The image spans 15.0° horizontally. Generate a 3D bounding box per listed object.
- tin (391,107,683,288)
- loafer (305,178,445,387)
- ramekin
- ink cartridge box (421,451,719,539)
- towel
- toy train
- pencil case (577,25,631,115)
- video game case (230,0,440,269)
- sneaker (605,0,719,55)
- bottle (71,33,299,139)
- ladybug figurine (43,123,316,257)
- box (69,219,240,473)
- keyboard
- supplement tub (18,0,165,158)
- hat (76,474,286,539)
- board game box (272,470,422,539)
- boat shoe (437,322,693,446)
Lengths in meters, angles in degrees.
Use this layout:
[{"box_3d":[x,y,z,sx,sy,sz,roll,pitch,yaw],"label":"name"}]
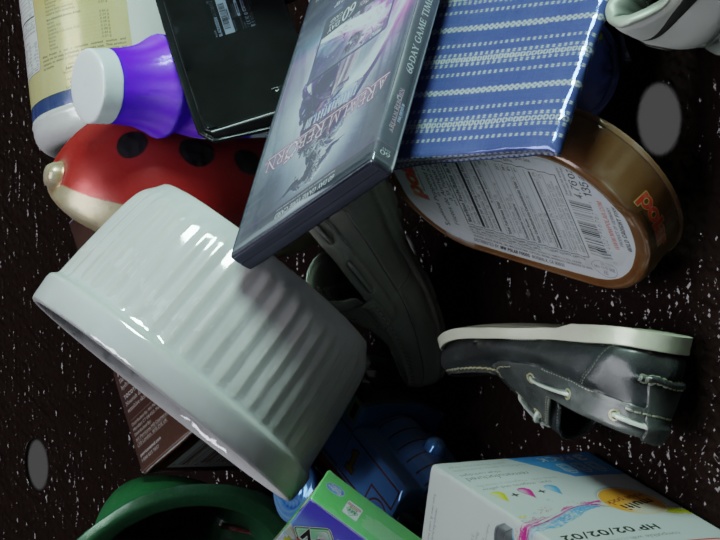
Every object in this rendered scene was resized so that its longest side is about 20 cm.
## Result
[{"box_3d":[0.091,-0.050,1.541,0.199,0.042,0.112,17,141,42],"label":"tin"},{"box_3d":[0.000,0.000,1.661,0.070,0.070,0.200,53,170,51],"label":"loafer"},{"box_3d":[-0.089,0.037,1.647,0.105,0.200,0.200,-52,37,-6],"label":"ramekin"},{"box_3d":[0.135,0.166,1.491,0.200,0.115,0.068,30,117,52],"label":"ink cartridge box"},{"box_3d":[0.084,-0.141,1.515,0.144,0.024,0.201,-4,56,42],"label":"towel"},{"box_3d":[0.018,0.140,1.703,0.200,0.086,0.115,49,125,44],"label":"toy train"},{"box_3d":[0.069,-0.114,1.611,0.200,0.078,0.087,-8,65,57],"label":"pencil case"},{"box_3d":[-0.006,-0.109,1.555,0.143,0.019,0.201,-33,33,48],"label":"video game case"},{"box_3d":[0.181,-0.207,1.426,0.074,0.088,0.201,39,122,51],"label":"sneaker"},{"box_3d":[-0.084,-0.117,1.736,0.083,0.199,0.066,26,114,54],"label":"bottle"},{"box_3d":[-0.109,-0.062,1.779,0.136,0.199,0.072,48,129,50],"label":"ladybug figurine"},{"box_3d":[-0.121,0.037,1.889,0.075,0.100,0.201,-39,59,43],"label":"box"},{"box_3d":[-0.059,-0.159,1.697,0.021,0.126,0.200,76,177,-47],"label":"keyboard"},{"box_3d":[-0.166,-0.186,1.912,0.144,0.144,0.201,-19,75,56],"label":"supplement tub"},{"box_3d":[-0.143,0.153,1.906,0.200,0.165,0.176,-44,39,26],"label":"hat"},{"box_3d":[0.027,0.219,1.627,0.200,0.029,0.135,37,136,-1],"label":"board game box"},{"box_3d":[0.109,0.062,1.565,0.200,0.072,0.068,4,91,55],"label":"boat shoe"}]
